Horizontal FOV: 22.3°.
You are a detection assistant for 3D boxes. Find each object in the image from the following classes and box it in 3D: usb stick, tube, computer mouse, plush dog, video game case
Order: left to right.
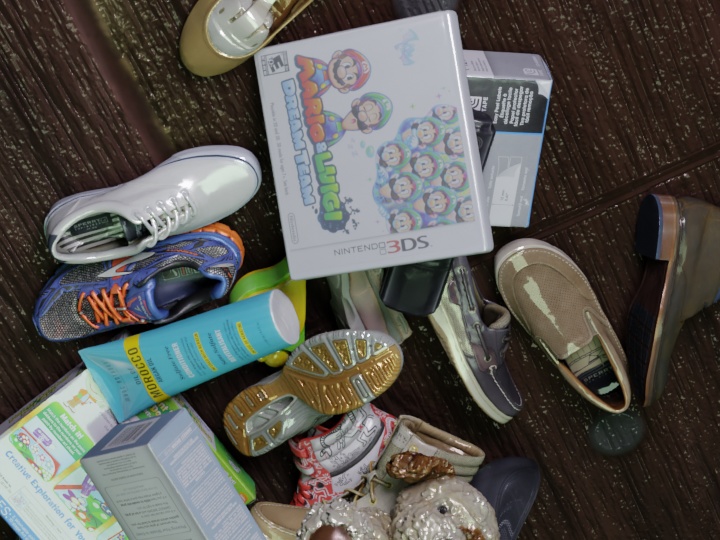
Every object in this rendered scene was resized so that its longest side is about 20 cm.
[{"bbox_3d":[-0.150,0.072,1.617,0.199,0.050,0.078,-21,102,22],"label":"tube"},{"bbox_3d":[0.009,-0.102,1.526,0.181,0.024,0.201,-8,92,23],"label":"video game case"},{"bbox_3d":[0.048,0.258,1.618,0.172,0.160,0.200,-36,91,-11],"label":"plush dog"},{"bbox_3d":[0.065,-0.048,1.573,0.055,0.033,0.201,13,120,-6],"label":"usb stick"},{"bbox_3d":[0.113,0.250,1.735,0.053,0.200,0.138,36,141,-14],"label":"computer mouse"}]

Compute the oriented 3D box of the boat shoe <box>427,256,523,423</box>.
[{"bbox_3d":[0.109,0.055,1.687,0.065,0.072,0.200,-25,114,13],"label":"boat shoe"}]

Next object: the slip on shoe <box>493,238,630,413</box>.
[{"bbox_3d":[0.193,0.055,1.701,0.076,0.061,0.200,-29,119,9],"label":"slip on shoe"}]

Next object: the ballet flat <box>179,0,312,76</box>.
[{"bbox_3d":[-0.077,-0.229,1.505,0.200,0.063,0.069,-42,108,16],"label":"ballet flat"}]

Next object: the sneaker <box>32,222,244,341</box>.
[{"bbox_3d":[-0.199,0.016,1.620,0.199,0.079,0.076,-22,117,5],"label":"sneaker"}]

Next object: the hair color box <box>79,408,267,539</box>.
[{"bbox_3d":[-0.154,0.228,1.639,0.099,0.061,0.200,-16,110,42],"label":"hair color box"}]

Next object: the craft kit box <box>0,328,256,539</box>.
[{"bbox_3d":[-0.233,0.190,1.699,0.197,0.049,0.200,-36,104,8],"label":"craft kit box"}]

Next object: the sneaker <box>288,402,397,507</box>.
[{"bbox_3d":[-0.043,0.203,1.755,0.108,0.067,0.201,39,105,-24],"label":"sneaker"}]

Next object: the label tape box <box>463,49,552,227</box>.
[{"bbox_3d":[0.056,-0.117,1.585,0.199,0.066,0.144,2,119,-10],"label":"label tape box"}]

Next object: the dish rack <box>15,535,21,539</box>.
[{"bbox_3d":[-0.242,0.297,1.791,0.199,0.055,0.154,-1,118,-4],"label":"dish rack"}]

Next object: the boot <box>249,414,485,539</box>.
[{"bbox_3d":[0.004,0.204,1.688,0.199,0.072,0.155,15,111,-23],"label":"boot"}]

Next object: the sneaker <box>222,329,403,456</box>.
[{"bbox_3d":[-0.035,0.099,1.668,0.200,0.088,0.076,-27,88,31],"label":"sneaker"}]

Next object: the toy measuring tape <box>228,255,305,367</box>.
[{"bbox_3d":[-0.084,0.004,1.630,0.073,0.074,0.201,-2,124,-6],"label":"toy measuring tape"}]

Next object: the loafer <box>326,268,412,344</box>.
[{"bbox_3d":[0.000,0.000,1.644,0.063,0.072,0.200,-25,133,-12],"label":"loafer"}]

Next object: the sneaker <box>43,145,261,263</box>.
[{"bbox_3d":[-0.179,-0.048,1.591,0.199,0.071,0.073,-20,120,5],"label":"sneaker"}]

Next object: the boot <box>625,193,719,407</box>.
[{"bbox_3d":[0.302,0.030,1.683,0.096,0.075,0.201,0,106,-13],"label":"boot"}]
